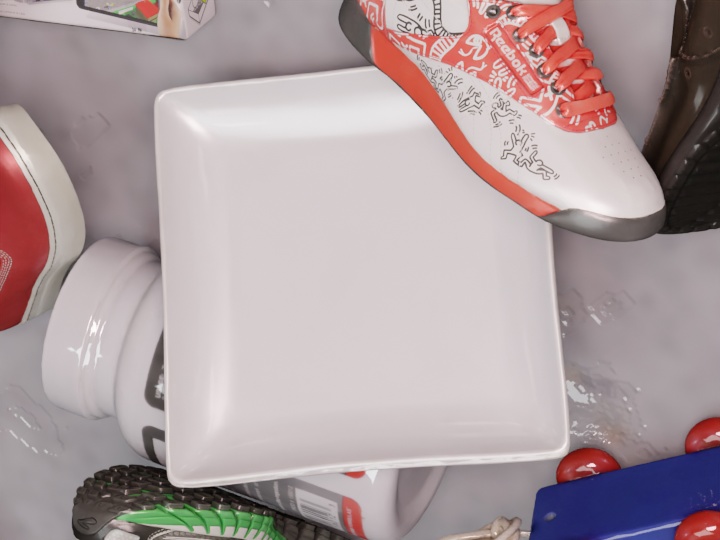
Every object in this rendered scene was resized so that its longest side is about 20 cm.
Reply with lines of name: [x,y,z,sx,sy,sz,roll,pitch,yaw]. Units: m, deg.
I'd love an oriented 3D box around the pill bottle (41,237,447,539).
pill bottle: [-0.054,0.056,1.379,0.200,0.116,0.116,19,124,17]

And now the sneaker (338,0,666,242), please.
sneaker: [0.074,-0.108,1.221,0.201,0.067,0.108,44,129,30]

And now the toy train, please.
toy train: [0.125,0.157,1.360,0.200,0.085,0.116,-16,123,23]

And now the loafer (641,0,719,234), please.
loafer: [0.174,-0.097,1.216,0.200,0.073,0.071,113,144,-43]

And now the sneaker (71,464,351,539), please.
sneaker: [-0.076,0.156,1.396,0.078,0.200,0.085,16,82,42]

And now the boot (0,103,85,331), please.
boot: [-0.221,-0.001,1.372,0.072,0.144,0.200,56,156,16]

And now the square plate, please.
square plate: [0.000,0.000,1.300,0.198,0.028,0.200,-6,78,15]

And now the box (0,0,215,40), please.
box: [-0.173,-0.182,1.356,0.200,0.035,0.110,9,121,22]
